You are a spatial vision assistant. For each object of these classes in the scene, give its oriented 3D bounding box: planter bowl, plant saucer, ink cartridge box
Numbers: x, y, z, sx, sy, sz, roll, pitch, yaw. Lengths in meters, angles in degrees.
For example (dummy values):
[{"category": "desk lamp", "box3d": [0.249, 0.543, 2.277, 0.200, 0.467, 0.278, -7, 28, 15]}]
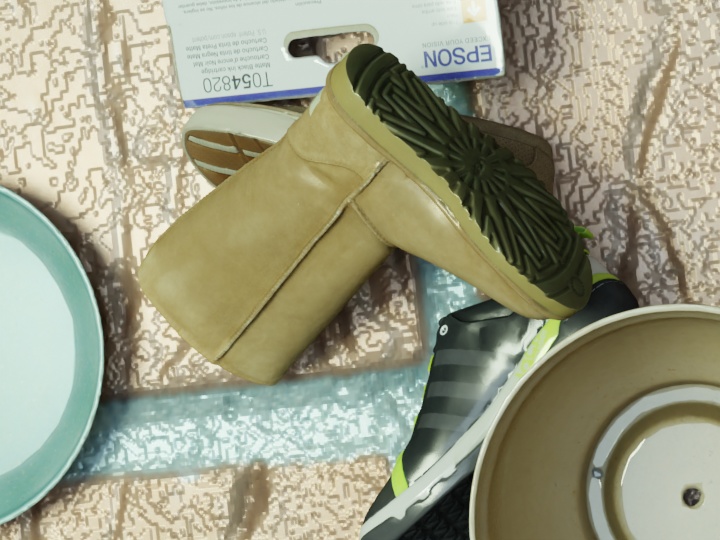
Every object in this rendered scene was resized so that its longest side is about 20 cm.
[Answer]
[{"category": "planter bowl", "box3d": [0.161, 0.115, 0.984, 0.198, 0.135, 0.202, 0, 91, 12]}, {"category": "plant saucer", "box3d": [-0.231, 0.046, 1.120, 0.198, 0.036, 0.202, 0, 91, 13]}, {"category": "ink cartridge box", "box3d": [-0.020, -0.193, 1.041, 0.198, 0.041, 0.202, -2, 104, 26]}]

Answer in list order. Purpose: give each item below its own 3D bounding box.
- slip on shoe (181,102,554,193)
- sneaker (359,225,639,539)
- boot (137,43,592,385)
[{"category": "slip on shoe", "box3d": [0.005, -0.061, 1.058, 0.198, 0.076, 0.061, 10, 54, 20]}, {"category": "sneaker", "box3d": [0.064, 0.064, 1.052, 0.200, 0.072, 0.083, -48, 56, 8]}, {"category": "boot", "box3d": [0.000, 0.000, 1.021, 0.175, 0.066, 0.200, 46, 131, 1]}]
